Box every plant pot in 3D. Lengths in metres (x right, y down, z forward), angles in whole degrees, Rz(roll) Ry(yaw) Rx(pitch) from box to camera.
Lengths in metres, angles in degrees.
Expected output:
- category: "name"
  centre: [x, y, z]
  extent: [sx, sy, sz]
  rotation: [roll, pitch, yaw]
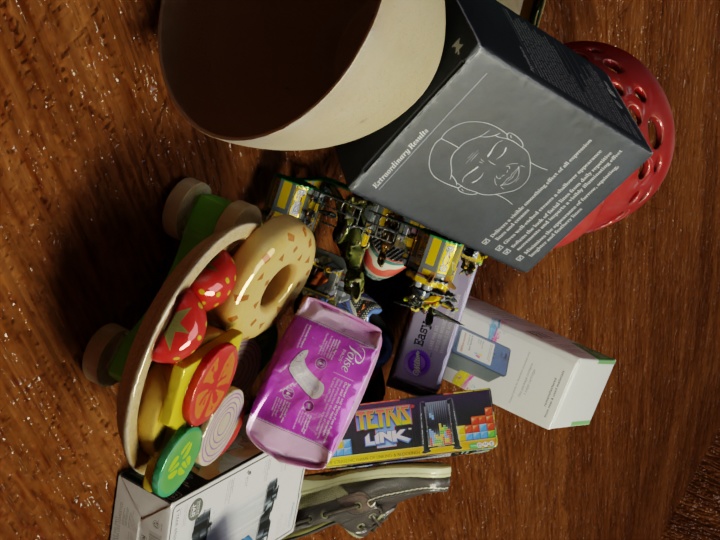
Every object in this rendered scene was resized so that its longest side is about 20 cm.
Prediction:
- category: "plant pot"
  centre: [0.203, -0.130, 1.294]
  extent: [0.182, 0.200, 0.202]
  rotation: [-24, 130, -51]
- category: "plant pot"
  centre: [-0.019, -0.167, 0.833]
  extent: [0.134, 0.200, 0.202]
  rotation: [16, 95, -49]

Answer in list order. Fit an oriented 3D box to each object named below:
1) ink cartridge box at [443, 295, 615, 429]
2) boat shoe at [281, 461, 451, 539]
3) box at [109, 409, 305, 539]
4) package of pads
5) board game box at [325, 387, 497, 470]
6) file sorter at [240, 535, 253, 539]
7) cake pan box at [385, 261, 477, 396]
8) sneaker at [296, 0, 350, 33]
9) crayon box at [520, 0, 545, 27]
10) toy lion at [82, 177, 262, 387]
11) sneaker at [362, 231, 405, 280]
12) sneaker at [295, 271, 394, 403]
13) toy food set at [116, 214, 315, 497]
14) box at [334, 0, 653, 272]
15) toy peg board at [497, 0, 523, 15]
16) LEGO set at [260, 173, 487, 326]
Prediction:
- category: "ink cartridge box"
  centre: [0.163, 0.097, 1.385]
  extent: [0.145, 0.199, 0.088]
  rotation: [9, 106, -63]
- category: "boat shoe"
  centre: [-0.001, 0.221, 1.176]
  extent: [0.073, 0.199, 0.065]
  rotation: [13, 66, -57]
- category: "box"
  centre: [-0.128, 0.205, 1.084]
  extent: [0.200, 0.060, 0.117]
  rotation: [-22, 128, -54]
- category: "package of pads"
  centre: [-0.037, 0.095, 0.996]
  extent: [0.200, 0.075, 0.121]
  rotation: [105, 9, -83]
- category: "board game box"
  centre: [0.043, 0.154, 1.184]
  extent: [0.200, 0.164, 0.057]
  rotation: [73, 11, -80]
- category: "file sorter"
  centre: [-0.123, 0.350, 1.049]
  extent: [0.138, 0.123, 0.200]
  rotation: [-34, 159, -34]
- category: "cake pan box"
  centre: [0.077, 0.034, 1.250]
  extent: [0.200, 0.052, 0.185]
  rotation: [93, 17, -83]
- category: "sneaker"
  centre: [0.010, -0.234, 0.995]
  extent: [0.200, 0.076, 0.112]
  rotation: [2, 114, -66]
- category: "crayon box"
  centre: [0.102, -0.172, 1.106]
  extent: [0.200, 0.051, 0.128]
  rotation: [123, -13, -55]
- category: "toy lion"
  centre: [-0.127, 0.051, 0.984]
  extent: [0.201, 0.068, 0.192]
  rotation: [-64, 159, -10]
- category: "sneaker"
  centre: [0.049, -0.077, 1.214]
  extent: [0.201, 0.070, 0.093]
  rotation: [-66, -174, -29]
- category: "sneaker"
  centre: [-0.005, 0.083, 1.200]
  extent: [0.076, 0.078, 0.200]
  rotation: [-54, 150, -23]
- category: "toy food set"
  centre: [-0.104, 0.060, 0.878]
  extent: [0.200, 0.048, 0.199]
  rotation: [-35, 145, -63]
- category: "box"
  centre: [0.096, -0.110, 0.954]
  extent: [0.199, 0.107, 0.148]
  rotation: [23, 124, -37]
- category: "toy peg board"
  centre: [0.086, -0.308, 0.931]
  extent: [0.199, 0.098, 0.201]
  rotation: [21, 80, -32]
- category: "LEGO set"
  centre: [0.000, 0.000, 1.048]
  extent: [0.154, 0.199, 0.117]
  rotation: [-47, 157, -79]
